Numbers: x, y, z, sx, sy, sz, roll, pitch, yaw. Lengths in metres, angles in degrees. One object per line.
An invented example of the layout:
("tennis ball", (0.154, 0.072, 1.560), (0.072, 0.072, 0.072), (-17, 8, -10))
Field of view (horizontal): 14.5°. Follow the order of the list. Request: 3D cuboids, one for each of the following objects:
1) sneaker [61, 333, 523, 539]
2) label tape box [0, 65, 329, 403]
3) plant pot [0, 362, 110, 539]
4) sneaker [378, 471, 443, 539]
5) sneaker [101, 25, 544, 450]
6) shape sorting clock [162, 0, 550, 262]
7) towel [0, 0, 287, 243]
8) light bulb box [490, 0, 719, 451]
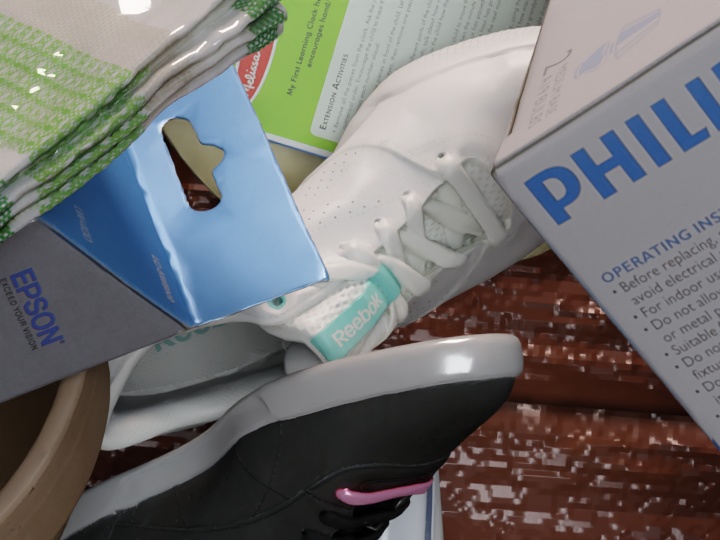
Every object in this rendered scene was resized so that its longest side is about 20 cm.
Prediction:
("sneaker", (-0.014, 0.089, 0.824), (0.071, 0.200, 0.099), (0, 67, -44))
("label tape box", (-0.127, -0.024, 0.806), (0.200, 0.144, 0.063), (-22, 131, -3))
("plant pot", (-0.163, 0.072, 0.832), (0.201, 0.201, 0.093), (-24, 132, -8))
("sneaker", (0.016, 0.127, 0.893), (0.071, 0.073, 0.200), (2, 87, -32))
("sneaker", (0.000, 0.000, 0.859), (0.200, 0.088, 0.075), (-30, 111, 5))
("shape sorting clock", (0.021, -0.098, 0.909), (0.200, 0.039, 0.200), (-1, 98, -9))
("towel", (-0.133, -0.038, 0.759), (0.200, 0.149, 0.031), (-42, 135, -24))
("light bulb box", (0.155, -0.030, 0.811), (0.125, 0.198, 0.200), (-32, 108, 26))
